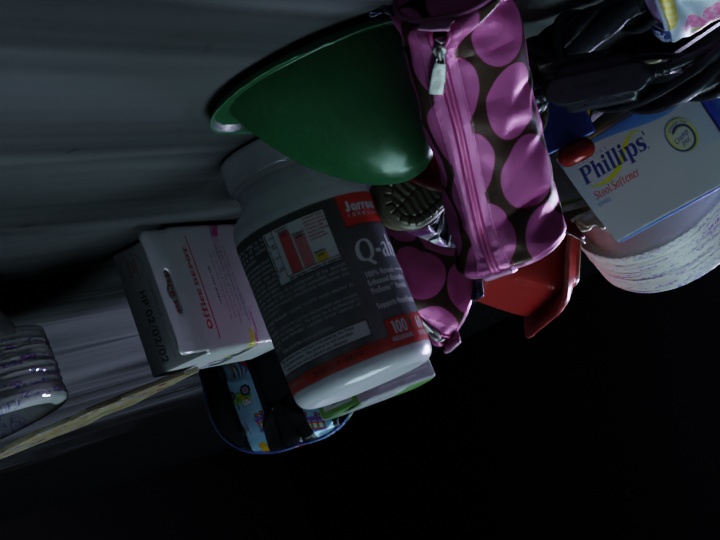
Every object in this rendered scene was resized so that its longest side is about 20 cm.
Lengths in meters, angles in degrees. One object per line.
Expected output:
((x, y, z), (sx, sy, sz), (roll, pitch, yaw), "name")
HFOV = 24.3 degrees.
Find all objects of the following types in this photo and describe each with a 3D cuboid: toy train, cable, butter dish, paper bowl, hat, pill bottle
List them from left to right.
((-0.346, 0.094, 1.356), (0.199, 0.105, 0.201), (-23, 172, -4), "paper bowl")
((-0.031, -0.005, 1.298), (0.115, 0.202, 0.116), (-22, 172, -3), "pill bottle")
((0.018, -0.062, 1.138), (0.199, 0.178, 0.166), (-25, 172, 13), "hat")
((0.145, -0.044, 1.742), (0.146, 0.202, 0.200), (5, 167, -5), "butter dish")
((0.186, -0.141, 1.483), (0.199, 0.085, 0.116), (-26, -178, 20), "toy train")
((0.214, -0.164, 1.212), (0.198, 0.051, 0.164), (-12, -155, 23), "cable")
((0.305, -0.086, 1.724), (0.200, 0.202, 0.104), (-29, 125, 23), "paper bowl")

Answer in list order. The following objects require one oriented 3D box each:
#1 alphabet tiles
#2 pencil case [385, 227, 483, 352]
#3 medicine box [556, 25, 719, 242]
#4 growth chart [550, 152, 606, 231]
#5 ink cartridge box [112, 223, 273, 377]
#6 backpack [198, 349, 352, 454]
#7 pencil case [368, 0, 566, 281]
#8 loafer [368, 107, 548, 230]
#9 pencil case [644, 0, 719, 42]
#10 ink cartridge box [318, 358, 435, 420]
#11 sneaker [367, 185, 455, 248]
((-0.236, 0.127, 1.451), (0.165, 0.006, 0.199), (-21, 176, -38), "alphabet tiles")
((0.000, 0.000, 1.424), (0.198, 0.094, 0.091), (19, 147, -15), "pencil case")
((0.310, -0.142, 1.528), (0.200, 0.103, 0.182), (-41, -175, -38), "medicine box")
((0.174, -0.079, 1.583), (0.198, 0.145, 0.018), (-9, 135, -30), "growth chart")
((-0.145, 0.025, 1.481), (0.067, 0.116, 0.199), (-24, 172, 26), "ink cartridge box")
((-0.073, 0.076, 1.642), (0.181, 0.202, 0.134), (-18, 168, 13), "backpack")
((0.074, -0.089, 1.062), (0.090, 0.201, 0.094), (-12, -151, 12), "pencil case")
((0.073, -0.101, 1.371), (0.199, 0.077, 0.067), (-36, -167, -29), "loafer")
((0.272, -0.230, 1.107), (0.198, 0.084, 0.091), (-24, 159, 9), "pencil case")
((-0.019, 0.025, 1.526), (0.103, 0.202, 0.059), (-15, 170, -46), "ink cartridge box")
((0.062, -0.052, 1.495), (0.199, 0.078, 0.140), (16, 147, -34), "sneaker")
